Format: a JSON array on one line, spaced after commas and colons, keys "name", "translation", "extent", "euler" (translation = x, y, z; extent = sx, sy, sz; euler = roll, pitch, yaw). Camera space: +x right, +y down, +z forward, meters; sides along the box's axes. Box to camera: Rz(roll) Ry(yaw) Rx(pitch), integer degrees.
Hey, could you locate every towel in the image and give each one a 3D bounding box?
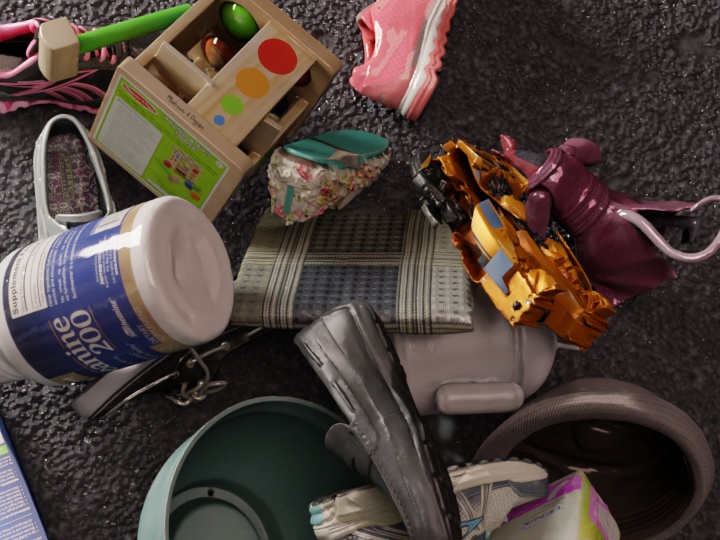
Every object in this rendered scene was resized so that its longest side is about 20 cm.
[{"name": "towel", "translation": [0.000, 0.000, 1.035], "extent": [0.192, 0.200, 0.035], "euler": [0, 117, 6]}]

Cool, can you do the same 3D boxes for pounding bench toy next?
[{"name": "pounding bench toy", "translation": [-0.142, -0.167, 1.042], "extent": [0.200, 0.124, 0.156], "euler": [40, 60, -3]}]

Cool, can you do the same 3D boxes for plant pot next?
[{"name": "plant pot", "translation": [-0.085, 0.208, 0.962], "extent": [0.200, 0.134, 0.201], "euler": [14, 64, -31]}]

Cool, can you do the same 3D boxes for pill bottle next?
[{"name": "pill bottle", "translation": [-0.204, 0.024, 0.956], "extent": [0.200, 0.111, 0.111], "euler": [-17, 74, 26]}]

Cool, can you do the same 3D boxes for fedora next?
[{"name": "fedora", "translation": [0.186, 0.151, 1.058], "extent": [0.200, 0.177, 0.090], "euler": [-7, 31, 7]}]

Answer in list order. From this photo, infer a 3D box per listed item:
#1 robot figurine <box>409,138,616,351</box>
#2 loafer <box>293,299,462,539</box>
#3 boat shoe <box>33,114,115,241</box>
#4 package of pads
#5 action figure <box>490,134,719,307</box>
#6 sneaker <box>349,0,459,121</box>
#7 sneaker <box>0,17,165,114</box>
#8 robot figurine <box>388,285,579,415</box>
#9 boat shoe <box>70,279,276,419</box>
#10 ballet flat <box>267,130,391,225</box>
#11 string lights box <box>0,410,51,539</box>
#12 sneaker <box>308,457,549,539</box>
[{"name": "robot figurine", "translation": [0.118, -0.028, 1.019], "extent": [0.145, 0.058, 0.200], "euler": [20, 33, -45]}, {"name": "loafer", "translation": [0.012, 0.115, 0.885], "extent": [0.070, 0.068, 0.201], "euler": [-27, 62, 5]}, {"name": "boat shoe", "translation": [-0.235, -0.033, 1.051], "extent": [0.070, 0.072, 0.201], "euler": [-10, 76, -15]}, {"name": "package of pads", "translation": [0.117, 0.235, 0.940], "extent": [0.154, 0.200, 0.068], "euler": [-30, 96, 17]}, {"name": "action figure", "translation": [0.195, -0.050, 1.117], "extent": [0.200, 0.149, 0.134], "euler": [34, 75, -15]}, {"name": "sneaker", "translation": [0.044, -0.240, 1.173], "extent": [0.087, 0.074, 0.201], "euler": [16, 71, -5]}, {"name": "sneaker", "translation": [-0.251, -0.182, 1.082], "extent": [0.200, 0.095, 0.079], "euler": [-10, 74, -16]}, {"name": "robot figurine", "translation": [0.078, 0.061, 1.067], "extent": [0.200, 0.113, 0.170], "euler": [-7, 41, -14]}, {"name": "boat shoe", "translation": [-0.140, 0.073, 1.042], "extent": [0.199, 0.074, 0.068], "euler": [-35, 93, -33]}, {"name": "ballet flat", "translation": [-0.031, -0.080, 1.077], "extent": [0.076, 0.200, 0.064], "euler": [21, 107, 17]}, {"name": "string lights box", "translation": [-0.295, 0.200, 0.975], "extent": [0.103, 0.059, 0.200], "euler": [-21, 79, -17]}, {"name": "sneaker", "translation": [0.056, 0.190, 0.946], "extent": [0.200, 0.078, 0.087], "euler": [-8, 82, -28]}]
